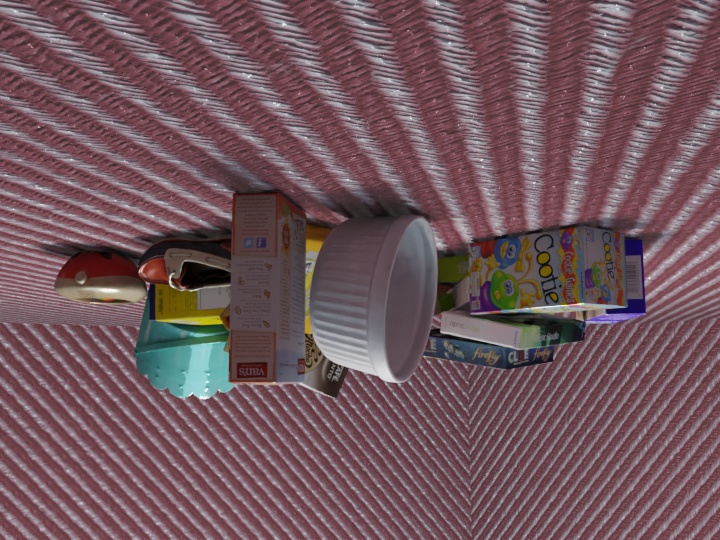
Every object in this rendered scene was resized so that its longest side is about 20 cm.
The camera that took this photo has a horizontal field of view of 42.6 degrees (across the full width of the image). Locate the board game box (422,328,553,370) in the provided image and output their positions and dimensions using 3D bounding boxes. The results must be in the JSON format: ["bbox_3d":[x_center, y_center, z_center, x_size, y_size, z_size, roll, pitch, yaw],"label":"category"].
[{"bbox_3d":[0.186,0.120,1.460,0.198,0.035,0.134,5,-175,43],"label":"board game box"}]

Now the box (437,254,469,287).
[{"bbox_3d":[0.218,0.000,1.489,0.198,0.048,0.121,-6,170,36],"label":"box"}]

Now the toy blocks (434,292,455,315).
[{"bbox_3d":[0.034,0.046,1.492,0.198,0.101,0.137,-22,-150,-9],"label":"toy blocks"}]

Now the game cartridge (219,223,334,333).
[{"bbox_3d":[-0.072,0.017,1.252,0.177,0.033,0.199,-49,151,20],"label":"game cartridge"}]

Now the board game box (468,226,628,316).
[{"bbox_3d":[0.258,0.005,1.292,0.102,0.107,0.199,5,171,-42],"label":"board game box"}]

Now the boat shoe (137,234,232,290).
[{"bbox_3d":[-0.230,-0.003,1.269,0.197,0.063,0.072,-6,135,27],"label":"boat shoe"}]

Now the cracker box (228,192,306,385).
[{"bbox_3d":[-0.101,0.025,1.028,0.057,0.203,0.134,-1,173,9],"label":"cracker box"}]

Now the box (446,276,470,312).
[{"bbox_3d":[0.170,0.042,1.469,0.038,0.042,0.200,0,171,-4],"label":"box"}]

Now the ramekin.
[{"bbox_3d":[0.016,0.029,1.126,0.104,0.203,0.200,7,176,22],"label":"ramekin"}]

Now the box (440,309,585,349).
[{"bbox_3d":[0.236,0.086,1.415,0.143,0.037,0.199,10,-172,40],"label":"box"}]

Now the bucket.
[{"bbox_3d":[-0.273,0.098,1.545,0.204,0.136,0.208,9,-144,-7],"label":"bucket"}]

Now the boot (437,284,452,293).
[{"bbox_3d":[0.141,0.057,1.606,0.198,0.069,0.189,-3,-144,-35],"label":"boot"}]

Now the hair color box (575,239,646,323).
[{"bbox_3d":[0.376,0.020,1.409,0.064,0.111,0.200,-1,173,3],"label":"hair color box"}]

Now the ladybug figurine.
[{"bbox_3d":[-0.403,0.011,1.440,0.133,0.073,0.200,1,174,-1],"label":"ladybug figurine"}]

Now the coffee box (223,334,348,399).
[{"bbox_3d":[-0.107,0.119,1.496,0.199,0.114,0.079,29,169,-40],"label":"coffee box"}]

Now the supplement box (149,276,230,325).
[{"bbox_3d":[-0.203,0.020,1.362,0.198,0.111,0.109,-4,172,31],"label":"supplement box"}]
